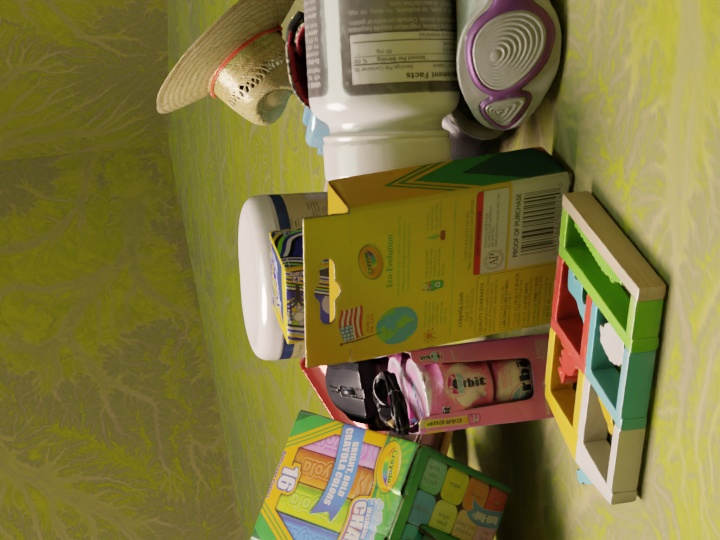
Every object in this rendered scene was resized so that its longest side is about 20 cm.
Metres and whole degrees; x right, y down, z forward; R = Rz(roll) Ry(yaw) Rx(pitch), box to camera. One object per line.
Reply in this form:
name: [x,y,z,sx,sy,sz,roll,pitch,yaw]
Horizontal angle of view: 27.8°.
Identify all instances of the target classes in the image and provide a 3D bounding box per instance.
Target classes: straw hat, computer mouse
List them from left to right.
straw hat: [-0.097,-0.183,1.365,0.085,0.201,0.201,46,163,2]
computer mouse: [0.002,0.103,1.177,0.200,0.034,0.059,-169,74,-77]

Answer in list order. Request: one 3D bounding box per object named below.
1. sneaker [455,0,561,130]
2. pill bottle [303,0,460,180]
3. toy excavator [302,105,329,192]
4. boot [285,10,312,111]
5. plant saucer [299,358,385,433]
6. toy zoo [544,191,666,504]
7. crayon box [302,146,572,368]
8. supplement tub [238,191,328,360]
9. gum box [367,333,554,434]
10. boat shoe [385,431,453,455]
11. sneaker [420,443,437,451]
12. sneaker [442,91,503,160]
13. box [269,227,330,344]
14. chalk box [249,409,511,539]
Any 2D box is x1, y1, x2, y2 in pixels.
sneaker: [0.105,-0.203,1.043,0.100,0.075,0.201,-71,-21,-73]
pill bottle: [0.016,-0.168,1.072,0.114,0.113,0.201,-158,65,-76]
toy excavator: [-0.021,-0.123,1.403,0.195,0.099,0.201,109,171,-65]
boot: [-0.011,-0.227,1.246,0.154,0.073,0.205,-16,-78,-68]
plant saucer: [0.012,0.150,1.558,0.200,0.037,0.200,58,162,11]
toy zoo: [0.161,0.064,0.990,0.131,0.020,0.201,-115,23,-56]
crayon box: [0.048,-0.010,1.044,0.051,0.199,0.127,-125,31,-54]
supplement tub: [0.000,0.000,1.272,0.144,0.199,0.145,176,90,-78]
gum box: [0.077,0.093,1.175,0.200,0.113,0.066,156,107,-77]
boat shoe: [0.033,0.195,1.388,0.070,0.070,0.201,10,82,68]
sneaker: [0.083,0.242,1.290,0.091,0.066,0.200,49,-170,-43]
sneaker: [0.035,-0.159,1.186,0.200,0.075,0.106,60,142,21]
box: [0.033,0.001,1.125,0.064,0.199,0.070,-118,24,-57]
chalk box: [0.031,0.205,1.195,0.200,0.125,0.124,9,74,46]
